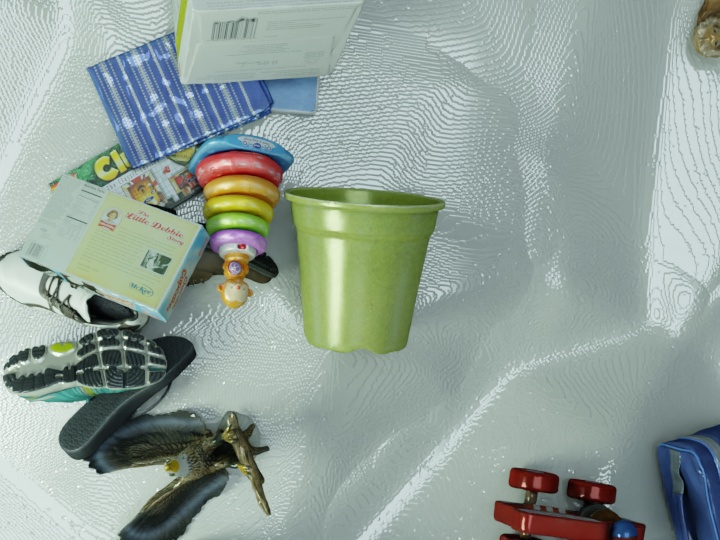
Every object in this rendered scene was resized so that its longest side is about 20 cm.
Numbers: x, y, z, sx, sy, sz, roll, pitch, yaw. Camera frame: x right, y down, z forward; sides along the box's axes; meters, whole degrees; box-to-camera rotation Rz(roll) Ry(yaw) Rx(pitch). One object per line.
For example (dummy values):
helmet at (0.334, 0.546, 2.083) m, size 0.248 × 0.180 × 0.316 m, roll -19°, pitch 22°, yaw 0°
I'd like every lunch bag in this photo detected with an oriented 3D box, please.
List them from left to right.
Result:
lunch bag at (0.470, 0.309, 1.630) m, size 0.131 × 0.136 × 0.203 m, roll -13°, pitch 91°, yaw -11°

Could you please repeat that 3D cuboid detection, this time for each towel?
towel at (-0.222, -0.227, 1.556) m, size 0.198 × 0.024 × 0.146 m, roll -24°, pitch 85°, yaw -10°

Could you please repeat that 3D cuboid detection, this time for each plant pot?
plant pot at (0.000, 0.000, 1.539) m, size 0.197 × 0.200 × 0.187 m, roll 2°, pitch 99°, yaw -11°

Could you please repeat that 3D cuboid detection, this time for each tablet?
tablet at (-0.112, -0.305, 1.605) m, size 0.128 × 0.014 × 0.203 m, roll 4°, pitch 88°, yaw -11°

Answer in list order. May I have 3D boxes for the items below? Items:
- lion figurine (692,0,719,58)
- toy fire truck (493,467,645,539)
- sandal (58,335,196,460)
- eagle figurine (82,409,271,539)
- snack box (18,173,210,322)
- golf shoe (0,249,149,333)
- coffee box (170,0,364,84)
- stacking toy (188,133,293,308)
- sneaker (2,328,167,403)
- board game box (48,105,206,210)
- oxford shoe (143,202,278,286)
lion figurine at (0.497, -0.391, 1.707) m, size 0.121 × 0.073 × 0.203 m, roll -11°, pitch 75°, yaw 2°
toy fire truck at (0.269, 0.322, 1.573) m, size 0.197 × 0.168 × 0.114 m, roll 11°, pitch 86°, yaw -10°
sandal at (-0.283, 0.155, 1.532) m, size 0.200 × 0.076 × 0.043 m, roll -41°, pitch 133°, yaw -9°
eagle figurine at (-0.220, 0.241, 1.520) m, size 0.198 × 0.151 × 0.153 m, roll -22°, pitch 47°, yaw 18°
snack box at (-0.289, -0.028, 1.464) m, size 0.198 × 0.037 × 0.117 m, roll 20°, pitch 72°, yaw 18°
golf shoe at (-0.348, 0.021, 1.505) m, size 0.197 × 0.094 × 0.079 m, roll 17°, pitch 86°, yaw -8°
coffee box at (-0.122, -0.358, 1.484) m, size 0.197 × 0.200 × 0.201 m, roll -5°, pitch 76°, yaw -13°
stacking toy at (-0.147, -0.052, 1.494) m, size 0.115 × 0.110 × 0.203 m, roll 10°, pitch 68°, yaw -23°
sneaker at (-0.327, 0.121, 1.501) m, size 0.197 × 0.080 × 0.078 m, roll -5°, pitch 63°, yaw 4°
board game box at (-0.277, -0.112, 1.561) m, size 0.199 × 0.023 × 0.106 m, roll -32°, pitch 92°, yaw -11°
oxford shoe at (-0.200, -0.015, 1.557) m, size 0.198 × 0.073 × 0.085 m, roll 18°, pitch 109°, yaw -13°
